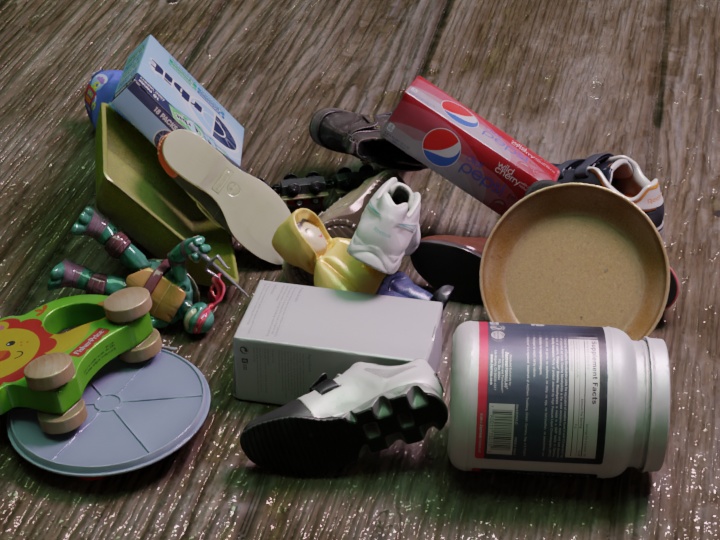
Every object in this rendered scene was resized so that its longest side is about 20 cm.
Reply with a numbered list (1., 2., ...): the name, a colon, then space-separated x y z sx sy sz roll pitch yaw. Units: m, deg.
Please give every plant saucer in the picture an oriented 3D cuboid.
1. plant saucer: 0.225 0.009 1.693 0.198 0.203 0.035 -2 -13 8
2. plant saucer: -0.229 -0.074 1.798 0.048 0.199 0.201 -42 27 14

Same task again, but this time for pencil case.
1. pencil case: -0.286 -0.182 2.017 0.078 0.087 0.200 25 18 -37

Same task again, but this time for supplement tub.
1. supplement tub: 0.182 0.121 1.508 0.197 0.142 0.141 3 33 3

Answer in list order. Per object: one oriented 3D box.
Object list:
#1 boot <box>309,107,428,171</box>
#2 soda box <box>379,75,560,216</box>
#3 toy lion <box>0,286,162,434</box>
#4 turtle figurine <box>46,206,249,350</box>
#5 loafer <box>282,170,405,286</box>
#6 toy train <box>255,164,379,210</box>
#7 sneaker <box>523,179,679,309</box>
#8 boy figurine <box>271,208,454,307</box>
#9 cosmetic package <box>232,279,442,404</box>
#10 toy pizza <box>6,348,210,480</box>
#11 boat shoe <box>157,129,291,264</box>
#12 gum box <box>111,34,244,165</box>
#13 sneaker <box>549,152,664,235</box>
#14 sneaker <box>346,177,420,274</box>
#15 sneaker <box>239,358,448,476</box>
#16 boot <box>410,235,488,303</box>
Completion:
1. boot: 0.045 -0.147 1.924 0.198 0.070 0.174 1 14 -27
2. soda box: 0.125 -0.133 1.812 0.199 0.064 0.070 33 27 1
3. toy lion: -0.324 0.083 1.586 0.190 0.069 0.200 8 34 31
4. turtle figurine: -0.222 0.022 1.693 0.199 0.151 0.101 28 -6 5
5. loafer: -0.020 -0.036 1.815 0.200 0.076 0.068 -41 12 -34
6. toy train: -0.064 -0.092 1.920 0.198 0.046 0.034 -8 35 -11
7. sneaker: 0.260 -0.024 1.766 0.200 0.074 0.087 39 11 6
8. boy figurine: 0.000 0.000 1.715 0.199 0.065 0.124 32 39 8
9. cosmetic package: -0.020 0.080 1.623 0.198 0.082 0.113 9 34 10
10. toy pizza: -0.244 0.141 1.565 0.198 0.032 0.201 -3 33 2
11. boat shoe: -0.150 -0.083 1.823 0.071 0.200 0.063 -51 10 -15
12. gum box: -0.215 -0.185 1.932 0.044 0.170 0.200 -41 19 13
13. sneaker: 0.278 -0.106 1.920 0.199 0.080 0.078 24 40 34
14. sneaker: 0.038 -0.058 1.696 0.070 0.081 0.200 24 16 0
15. sneaker: -0.017 0.134 1.527 0.198 0.075 0.089 -13 33 3
16. boot: 0.161 -0.042 1.827 0.186 0.069 0.201 7 33 9
